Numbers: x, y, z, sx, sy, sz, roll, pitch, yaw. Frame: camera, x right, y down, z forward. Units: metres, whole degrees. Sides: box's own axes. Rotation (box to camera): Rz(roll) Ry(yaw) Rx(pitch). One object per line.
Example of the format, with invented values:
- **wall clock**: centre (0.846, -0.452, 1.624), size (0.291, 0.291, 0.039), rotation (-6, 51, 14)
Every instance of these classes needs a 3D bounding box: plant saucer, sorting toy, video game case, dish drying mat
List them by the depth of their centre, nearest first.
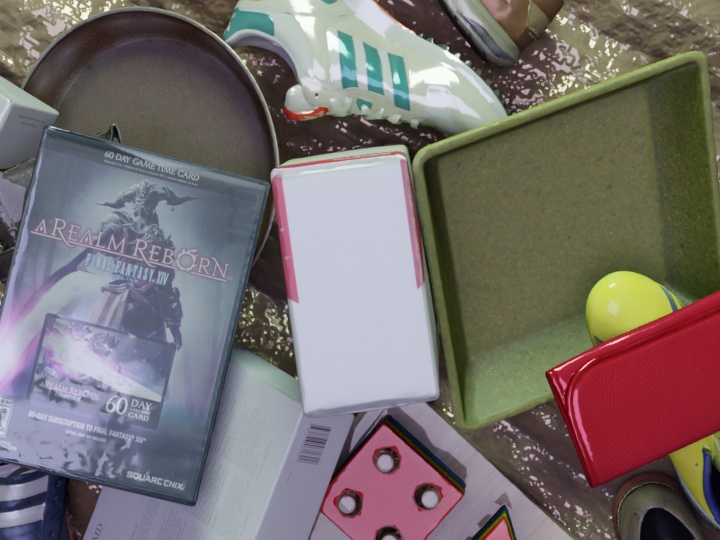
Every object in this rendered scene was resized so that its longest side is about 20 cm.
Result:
- **video game case**: centre (-0.145, 0.028, 1.478), size (0.142, 0.019, 0.202), rotation (14, 86, -11)
- **dish drying mat**: centre (0.213, 0.056, 1.479), size (0.199, 0.018, 0.077), rotation (-23, 93, -13)
- **plant saucer**: centre (0.124, -0.024, 1.509), size (0.199, 0.048, 0.201), rotation (-21, 122, -16)
- **plant saucer**: centre (-0.134, -0.066, 1.557), size (0.199, 0.032, 0.202), rotation (3, 97, 25)
- **sorting toy**: centre (0.027, 0.209, 1.579), size (0.199, 0.070, 0.200), rotation (42, 97, -1)

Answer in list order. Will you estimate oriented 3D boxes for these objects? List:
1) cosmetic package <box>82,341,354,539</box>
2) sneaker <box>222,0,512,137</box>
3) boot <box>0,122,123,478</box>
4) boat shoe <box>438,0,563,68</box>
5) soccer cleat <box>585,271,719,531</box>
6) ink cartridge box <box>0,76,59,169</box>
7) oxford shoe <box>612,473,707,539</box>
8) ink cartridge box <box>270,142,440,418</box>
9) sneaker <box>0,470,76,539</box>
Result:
- **cosmetic package**: centre (-0.099, 0.151, 1.550), size (0.150, 0.051, 0.201), rotation (28, 100, 43)
- **sneaker**: centre (0.002, -0.115, 1.537), size (0.199, 0.070, 0.094), rotation (39, 80, 4)
- **boot**: centre (-0.204, 0.021, 1.509), size (0.199, 0.069, 0.175), rotation (-29, 96, -12)
- **boat shoe**: centre (0.053, -0.222, 1.536), size (0.072, 0.076, 0.200), rotation (-37, 101, 3)
- **soccer cleat**: centre (0.205, 0.083, 1.516), size (0.064, 0.084, 0.201), rotation (-34, 116, -4)
- **ink cartridge box**: centre (-0.293, -0.042, 1.565), size (0.115, 0.068, 0.201), rotation (31, 97, 20)
- **oxford shoe**: centre (0.213, 0.230, 1.563), size (0.070, 0.075, 0.201), rotation (-27, 93, 6)
- **ink cartridge box**: centre (0.000, 0.000, 1.495), size (0.083, 0.200, 0.147), rotation (-9, 95, 2)
- **sneaker**: centre (-0.207, 0.140, 1.592), size (0.084, 0.075, 0.201), rotation (31, 104, -4)
